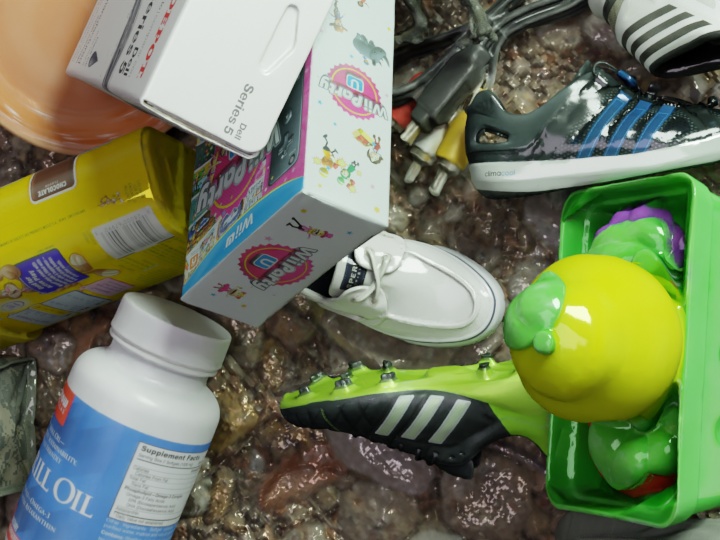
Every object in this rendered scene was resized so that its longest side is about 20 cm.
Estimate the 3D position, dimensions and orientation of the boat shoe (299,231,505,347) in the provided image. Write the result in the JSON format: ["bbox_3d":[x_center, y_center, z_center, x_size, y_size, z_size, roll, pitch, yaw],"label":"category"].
[{"bbox_3d":[0.000,0.000,0.933,0.199,0.066,0.072,24,96,17],"label":"boat shoe"}]

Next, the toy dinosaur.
[{"bbox_3d":[0.050,-0.190,0.887,0.200,0.047,0.089,30,135,53],"label":"toy dinosaur"}]

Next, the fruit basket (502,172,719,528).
[{"bbox_3d":[0.147,0.045,0.802,0.214,0.155,0.218,1,87,-26],"label":"fruit basket"}]

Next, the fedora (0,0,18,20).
[{"bbox_3d":[-0.283,-0.207,1.017,0.199,0.082,0.203,0,89,18],"label":"fedora"}]

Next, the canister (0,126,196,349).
[{"bbox_3d":[-0.202,-0.021,0.957,0.199,0.148,0.087,-20,75,14],"label":"canister"}]

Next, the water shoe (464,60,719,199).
[{"bbox_3d":[0.164,-0.097,0.866,0.198,0.071,0.080,-9,93,7],"label":"water shoe"}]

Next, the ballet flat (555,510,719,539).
[{"bbox_3d":[0.168,0.180,0.822,0.068,0.064,0.200,59,150,-8],"label":"ballet flat"}]

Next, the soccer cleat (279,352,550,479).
[{"bbox_3d":[0.040,0.102,0.923,0.198,0.068,0.082,-6,100,17],"label":"soccer cleat"}]

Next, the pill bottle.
[{"bbox_3d":[-0.166,0.122,0.962,0.112,0.112,0.201,24,96,16],"label":"pill bottle"}]

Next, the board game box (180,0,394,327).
[{"bbox_3d":[-0.046,-0.087,0.874,0.147,0.064,0.201,-37,42,44],"label":"board game box"}]

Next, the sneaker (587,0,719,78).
[{"bbox_3d":[0.243,-0.195,0.835,0.200,0.075,0.116,-43,53,22],"label":"sneaker"}]

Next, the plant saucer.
[{"bbox_3d":[-0.195,-0.183,0.968,0.198,0.037,0.202,-4,102,-18],"label":"plant saucer"}]

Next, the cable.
[{"bbox_3d":[0.083,-0.150,0.934,0.200,0.050,0.097,-47,59,0],"label":"cable"}]

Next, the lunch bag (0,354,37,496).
[{"bbox_3d":[-0.348,0.117,0.975,0.163,0.200,0.119,-1,89,17],"label":"lunch bag"}]

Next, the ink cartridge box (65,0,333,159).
[{"bbox_3d":[-0.103,-0.165,0.872,0.084,0.200,0.146,25,91,-28],"label":"ink cartridge box"}]
